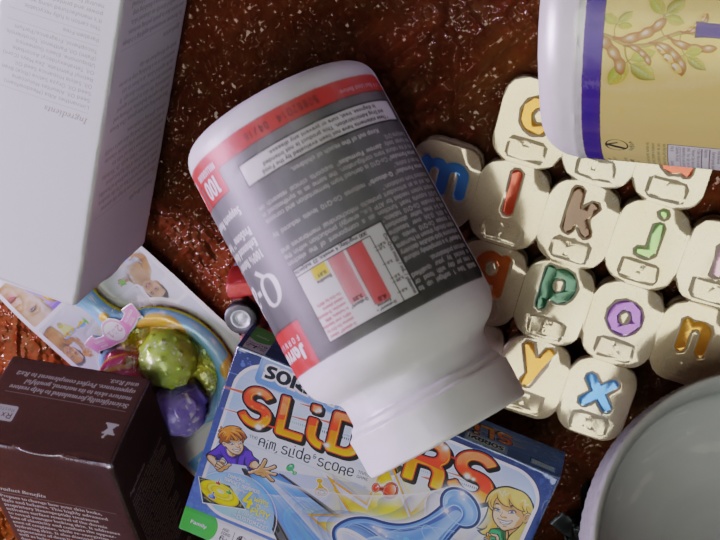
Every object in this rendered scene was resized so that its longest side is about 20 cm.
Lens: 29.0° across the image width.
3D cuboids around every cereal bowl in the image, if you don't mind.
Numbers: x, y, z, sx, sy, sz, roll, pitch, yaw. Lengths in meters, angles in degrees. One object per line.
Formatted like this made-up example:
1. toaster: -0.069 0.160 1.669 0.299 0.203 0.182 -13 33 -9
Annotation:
1. cereal bowl: 0.211 0.159 0.765 0.200 0.201 0.083 30 165 1

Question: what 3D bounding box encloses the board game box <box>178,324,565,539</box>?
1. board game box: 0.004 0.131 0.828 0.199 0.034 0.136 21 114 5

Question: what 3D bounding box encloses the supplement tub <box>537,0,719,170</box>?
1. supplement tub: 0.189 -0.116 0.634 0.199 0.146 0.146 6 120 15

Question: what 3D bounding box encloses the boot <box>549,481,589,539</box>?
1. boot: 0.197 0.226 0.866 0.198 0.073 0.163 24 126 11

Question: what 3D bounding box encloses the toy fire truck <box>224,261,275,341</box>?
1. toy fire truck: 0.006 0.077 0.856 0.140 0.049 0.201 -9 110 14

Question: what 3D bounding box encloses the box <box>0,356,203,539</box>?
1. box: -0.174 0.151 0.917 0.100 0.075 0.200 9 140 14

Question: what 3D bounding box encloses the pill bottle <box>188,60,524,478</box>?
1. pill bottle: 0.000 0.000 0.745 0.116 0.116 0.201 -32 83 30

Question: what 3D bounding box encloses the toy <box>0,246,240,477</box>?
1. toy: -0.143 0.059 0.902 0.200 0.047 0.115 46 123 -9

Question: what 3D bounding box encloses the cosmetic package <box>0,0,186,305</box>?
1. cosmetic package: -0.155 -0.095 0.777 0.071 0.101 0.201 18 115 9

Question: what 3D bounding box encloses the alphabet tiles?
1. alphabet tiles: 0.116 -0.005 0.785 0.199 0.015 0.196 17 113 9
